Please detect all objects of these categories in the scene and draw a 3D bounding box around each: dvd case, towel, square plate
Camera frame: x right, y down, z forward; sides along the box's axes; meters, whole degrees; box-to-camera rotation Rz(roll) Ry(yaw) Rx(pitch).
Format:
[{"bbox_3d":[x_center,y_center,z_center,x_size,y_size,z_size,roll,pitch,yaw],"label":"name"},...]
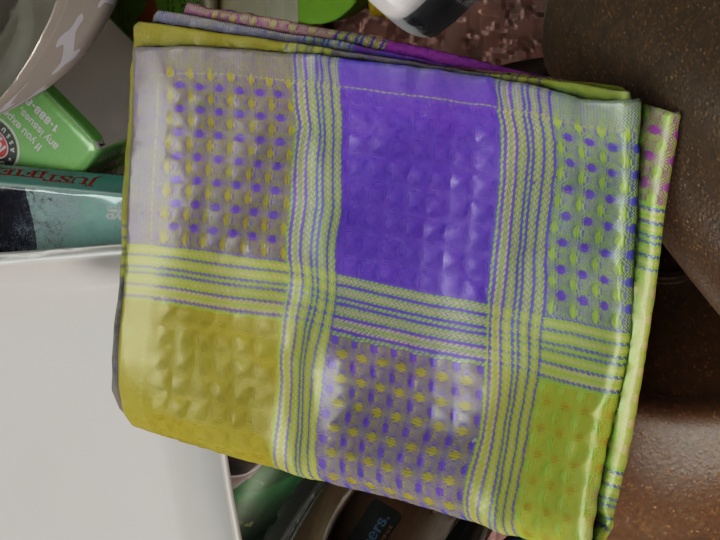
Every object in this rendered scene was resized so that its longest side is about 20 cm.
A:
[{"bbox_3d":[-0.143,0.054,0.868,0.145,0.022,0.201,6,117,11],"label":"dvd case"},{"bbox_3d":[0.000,0.000,0.720,0.199,0.023,0.145,14,102,35],"label":"towel"},{"bbox_3d":[-0.135,0.081,0.850,0.197,0.028,0.201,-2,113,14],"label":"square plate"}]

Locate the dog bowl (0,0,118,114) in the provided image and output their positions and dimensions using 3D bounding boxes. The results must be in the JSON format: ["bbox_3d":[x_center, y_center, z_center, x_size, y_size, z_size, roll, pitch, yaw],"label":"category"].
[{"bbox_3d":[-0.159,-0.138,0.787,0.199,0.059,0.201,4,99,29],"label":"dog bowl"}]

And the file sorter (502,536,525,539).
[{"bbox_3d":[0.137,0.171,0.815,0.122,0.139,0.201,-22,91,25],"label":"file sorter"}]

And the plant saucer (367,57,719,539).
[{"bbox_3d":[0.092,-0.003,0.768,0.200,0.200,0.037,37,143,14],"label":"plant saucer"}]

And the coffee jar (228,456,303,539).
[{"bbox_3d":[-0.054,0.059,0.911,0.104,0.085,0.200,41,116,3],"label":"coffee jar"}]

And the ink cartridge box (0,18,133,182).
[{"bbox_3d":[-0.184,-0.036,0.911,0.145,0.084,0.200,44,117,7],"label":"ink cartridge box"}]

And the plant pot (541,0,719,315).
[{"bbox_3d":[0.156,-0.045,0.695,0.200,0.186,0.188,38,115,29],"label":"plant pot"}]

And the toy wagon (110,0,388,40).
[{"bbox_3d":[-0.068,-0.120,0.907,0.199,0.040,0.156,5,103,25],"label":"toy wagon"}]

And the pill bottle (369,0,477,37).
[{"bbox_3d":[0.060,-0.174,0.713,0.200,0.106,0.106,-41,82,11],"label":"pill bottle"}]

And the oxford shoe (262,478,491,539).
[{"bbox_3d":[0.039,0.049,0.809,0.072,0.084,0.201,28,87,-14],"label":"oxford shoe"}]
